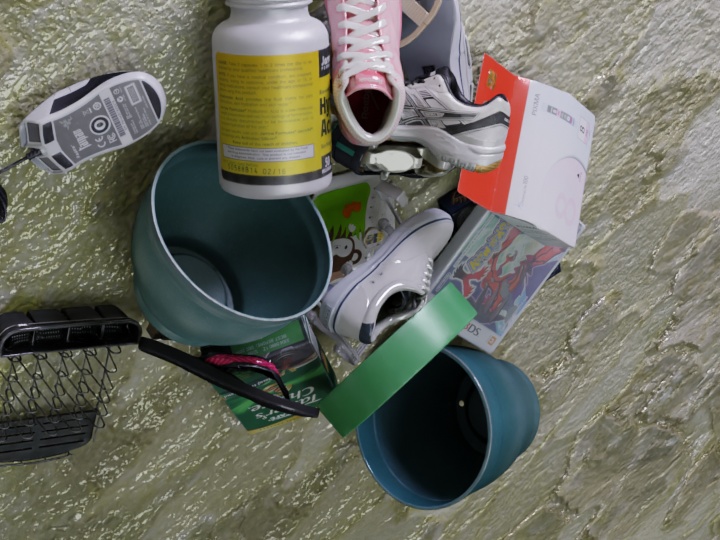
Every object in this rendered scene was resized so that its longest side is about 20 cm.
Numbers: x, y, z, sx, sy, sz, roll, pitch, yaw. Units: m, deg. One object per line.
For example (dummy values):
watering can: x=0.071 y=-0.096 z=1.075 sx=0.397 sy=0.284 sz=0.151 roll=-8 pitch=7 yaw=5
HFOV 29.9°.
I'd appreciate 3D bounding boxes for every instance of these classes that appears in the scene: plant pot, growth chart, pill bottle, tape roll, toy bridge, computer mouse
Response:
plant pot: x=-0.145 y=-0.007 z=1.332 sx=0.199 sy=0.202 sz=0.134 roll=3 pitch=148 yaw=-38
plant pot: x=0.127 y=0.184 z=1.693 sx=0.187 sy=0.200 sz=0.201 roll=-3 pitch=127 yaw=-53
growth chart: x=-0.011 y=-0.033 z=1.524 sx=0.144 sy=0.018 sz=0.202 roll=-24 pitch=134 yaw=-20
pill bottle: x=-0.082 y=-0.176 z=1.254 sx=0.110 sy=0.111 sz=0.203 roll=-12 pitch=111 yaw=-29
tape roll: x=0.040 y=0.097 z=1.467 sx=0.200 sy=0.048 sz=0.200 roll=-42 pitch=177 yaw=-3
toy bridge: x=0.043 y=-0.266 z=1.324 sx=0.200 sy=0.067 sz=0.027 roll=-49 pitch=-179 yaw=14
computer mouse: x=-0.272 y=-0.126 z=1.230 sx=0.198 sy=0.044 sz=0.110 roll=-26 pitch=132 yaw=-9

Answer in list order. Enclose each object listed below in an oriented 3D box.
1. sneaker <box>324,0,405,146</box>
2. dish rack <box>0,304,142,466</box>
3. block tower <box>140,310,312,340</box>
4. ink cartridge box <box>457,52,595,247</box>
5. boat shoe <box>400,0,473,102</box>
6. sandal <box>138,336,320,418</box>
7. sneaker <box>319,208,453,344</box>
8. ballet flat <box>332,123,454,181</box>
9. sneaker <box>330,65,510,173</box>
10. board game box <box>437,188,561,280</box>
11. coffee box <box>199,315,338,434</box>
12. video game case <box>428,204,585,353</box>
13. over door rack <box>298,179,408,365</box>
sneaker: x=0.007 y=-0.213 z=1.268 sx=0.074 sy=0.105 sz=0.203 roll=-3 pitch=102 yaw=-4
dish rack: x=-0.319 y=0.125 z=1.391 sx=0.152 sy=0.055 sz=0.202 roll=-3 pitch=124 yaw=-35
block tower: x=-0.143 y=0.044 z=1.460 sx=0.198 sy=0.058 sz=0.054 roll=7 pitch=120 yaw=-43
ink cartridge box: x=0.191 y=-0.130 z=1.504 sx=0.199 sy=0.056 sz=0.165 roll=27 pitch=71 yaw=-55
boat shoe: x=0.078 y=-0.228 z=1.396 sx=0.065 sy=0.073 sz=0.202 roll=-58 pitch=147 yaw=-57
sandal: x=-0.130 y=0.099 z=1.371 sx=0.075 sy=0.198 sz=0.045 roll=94 pitch=20 yaw=-78
sneaker: x=0.043 y=0.012 z=1.390 sx=0.200 sy=0.070 sz=0.074 roll=-43 pitch=152 yaw=-32
ballet flat: x=0.057 y=-0.126 z=1.458 sx=0.198 sy=0.073 sz=0.074 roll=-1 pitch=125 yaw=-37
sneaker: x=0.058 y=-0.170 z=1.364 sx=0.076 sy=0.198 sz=0.089 roll=-48 pitch=156 yaw=-72
board game box: x=0.173 y=-0.040 z=1.646 sx=0.135 sy=0.035 sz=0.201 roll=-32 pitch=137 yaw=-13
coffee box: x=-0.095 y=0.118 z=1.502 sx=0.122 sy=0.044 sz=0.200 roll=-18 pitch=154 yaw=0
video game case: x=0.166 y=-0.009 z=1.610 sx=0.201 sy=0.023 sz=0.182 roll=-54 pitch=139 yaw=5
over door rack: x=0.000 y=0.000 z=1.463 sx=0.148 sy=0.066 sz=0.200 roll=-52 pitch=156 yaw=-14
